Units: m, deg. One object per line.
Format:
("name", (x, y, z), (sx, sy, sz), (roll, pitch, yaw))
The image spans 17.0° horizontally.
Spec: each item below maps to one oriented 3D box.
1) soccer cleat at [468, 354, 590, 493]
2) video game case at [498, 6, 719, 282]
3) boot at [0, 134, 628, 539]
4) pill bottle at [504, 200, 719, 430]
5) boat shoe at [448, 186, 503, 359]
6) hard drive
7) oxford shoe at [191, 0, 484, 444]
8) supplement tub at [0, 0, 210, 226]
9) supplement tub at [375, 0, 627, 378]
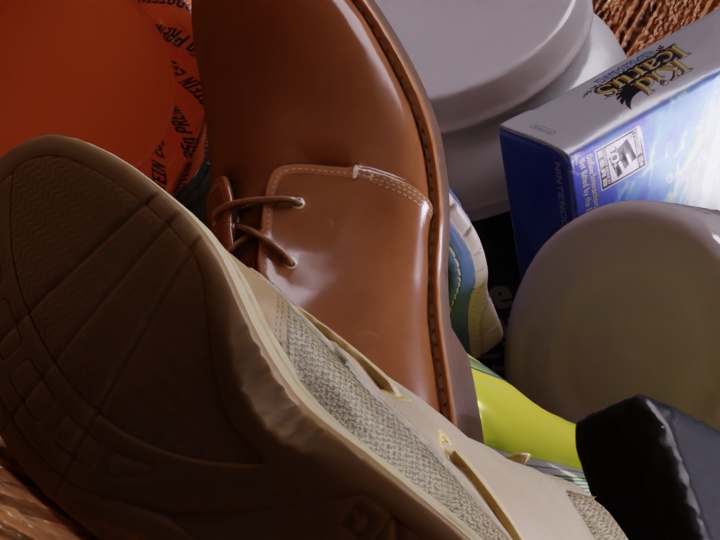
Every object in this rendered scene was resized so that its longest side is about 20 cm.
("soccer cleat", (0.038, 0.062, 0.802), (0.200, 0.065, 0.084), (41, 20, -16))
("video game case", (0.150, -0.006, 1.033), (0.045, 0.181, 0.200), (25, -45, 44))
("boot", (-0.007, 0.051, 0.621), (0.200, 0.073, 0.155), (41, 8, 26))
("pill bottle", (0.155, 0.036, 0.937), (0.114, 0.114, 0.200), (39, 21, 33))
("boat shoe", (0.000, 0.000, 0.829), (0.072, 0.072, 0.200), (52, -4, 28))
("hard drive", (0.140, 0.124, 0.784), (0.200, 0.033, 0.140), (27, 42, -59))
("oxford shoe", (-0.016, -0.012, 0.704), (0.071, 0.071, 0.201), (-1, 73, -56))
("supplement tub", (-0.079, -0.060, 0.854), (0.122, 0.123, 0.200), (36, 6, 7))
("supplement tub", (0.064, -0.035, 1.074), (0.140, 0.140, 0.200), (43, -19, 51))
